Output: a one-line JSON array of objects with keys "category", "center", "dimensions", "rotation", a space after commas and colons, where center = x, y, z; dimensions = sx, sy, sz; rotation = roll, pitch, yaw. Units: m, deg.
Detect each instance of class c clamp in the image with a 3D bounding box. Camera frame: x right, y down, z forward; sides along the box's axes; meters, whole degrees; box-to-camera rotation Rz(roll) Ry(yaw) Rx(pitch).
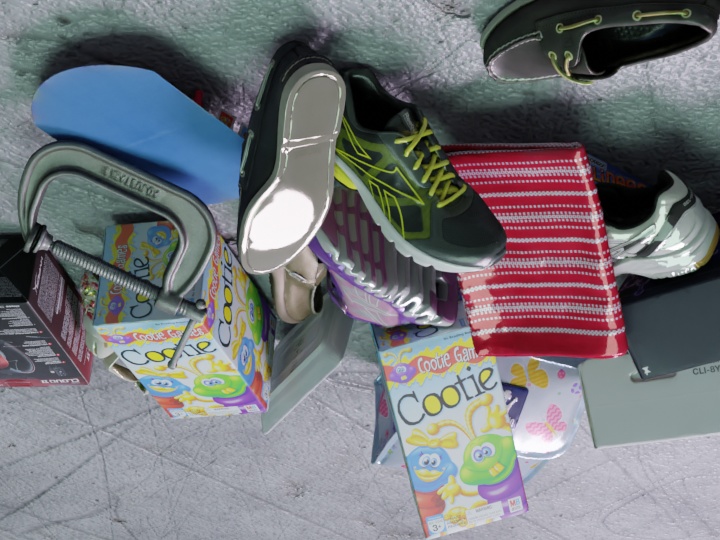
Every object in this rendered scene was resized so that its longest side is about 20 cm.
[{"category": "c clamp", "center": [-0.209, -0.017, 1.627], "dimensions": [0.199, 0.027, 0.171], "rotation": [30, 123, -9]}]

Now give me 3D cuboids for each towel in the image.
[{"category": "towel", "center": [0.136, -0.013, 1.568], "dimensions": [0.143, 0.023, 0.201], "rotation": [1, 123, 28]}]

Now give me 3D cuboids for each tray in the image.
[{"category": "tray", "center": [-0.052, 0.076, 1.844], "dimensions": [0.022, 0.108, 0.200], "rotation": [23, 148, -14]}]

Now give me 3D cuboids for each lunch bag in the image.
[{"category": "lunch bag", "center": [0.119, 0.128, 1.894], "dimensions": [0.168, 0.128, 0.200], "rotation": [15, 143, -18]}]

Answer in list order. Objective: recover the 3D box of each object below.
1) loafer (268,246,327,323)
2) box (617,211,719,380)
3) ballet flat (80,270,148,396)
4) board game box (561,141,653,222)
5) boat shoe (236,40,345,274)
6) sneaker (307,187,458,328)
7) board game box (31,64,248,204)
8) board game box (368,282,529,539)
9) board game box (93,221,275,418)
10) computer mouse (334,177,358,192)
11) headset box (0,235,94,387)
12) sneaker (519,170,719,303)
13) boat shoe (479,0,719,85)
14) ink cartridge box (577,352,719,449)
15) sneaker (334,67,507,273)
[{"category": "loafer", "center": [-0.051, -0.014, 1.707], "dimensions": [0.067, 0.077, 0.200], "rotation": [-7, 154, 4]}, {"category": "box", "center": [0.323, 0.004, 1.598], "dimensions": [0.199, 0.141, 0.079], "rotation": [-19, 112, 36]}, {"category": "ballet flat", "center": [-0.232, 0.069, 1.887], "dimensions": [0.064, 0.076, 0.200], "rotation": [-41, 143, -3]}, {"category": "board game box", "center": [0.163, -0.034, 1.677], "dimensions": [0.135, 0.035, 0.200], "rotation": [23, 147, -29]}, {"category": "boat shoe", "center": [-0.061, -0.089, 1.518], "dimensions": [0.072, 0.063, 0.201], "rotation": [-5, 130, -29]}, {"category": "sneaker", "center": [0.000, 0.000, 1.644], "dimensions": [0.088, 0.081, 0.200], "rotation": [-15, 148, 32]}, {"category": "board game box", "center": [-0.170, -0.123, 1.573], "dimensions": [0.157, 0.039, 0.200], "rotation": [-15, 141, 41]}, {"category": "board game box", "center": [0.080, 0.125, 1.760], "dimensions": [0.102, 0.105, 0.202], "rotation": [-15, 115, -1]}, {"category": "board game box", "center": [-0.160, 0.048, 1.793], "dimensions": [0.102, 0.106, 0.200], "rotation": [-5, 151, 16]}, {"category": "computer mouse", "center": [0.064, -0.070, 1.594], "dimensions": [0.198, 0.034, 0.059], "rotation": [11, 142, 10]}, {"category": "headset box", "center": [-0.352, 0.048, 1.872], "dimensions": [0.147, 0.076, 0.200], "rotation": [-2, 151, 13]}, {"category": "sneaker", "center": [0.193, -0.033, 1.585], "dimensions": [0.199, 0.076, 0.088], "rotation": [-18, 127, 30]}, {"category": "boat shoe", "center": [0.170, -0.172, 1.397], "dimensions": [0.200, 0.061, 0.072], "rotation": [-18, 144, 36]}, {"category": "ink cartridge box", "center": [0.303, 0.098, 1.750], "dimensions": [0.144, 0.084, 0.200], "rotation": [-11, -179, 30]}, {"category": "sneaker", "center": [0.036, -0.078, 1.504], "dimensions": [0.200, 0.074, 0.085], "rotation": [39, 143, 12]}]
